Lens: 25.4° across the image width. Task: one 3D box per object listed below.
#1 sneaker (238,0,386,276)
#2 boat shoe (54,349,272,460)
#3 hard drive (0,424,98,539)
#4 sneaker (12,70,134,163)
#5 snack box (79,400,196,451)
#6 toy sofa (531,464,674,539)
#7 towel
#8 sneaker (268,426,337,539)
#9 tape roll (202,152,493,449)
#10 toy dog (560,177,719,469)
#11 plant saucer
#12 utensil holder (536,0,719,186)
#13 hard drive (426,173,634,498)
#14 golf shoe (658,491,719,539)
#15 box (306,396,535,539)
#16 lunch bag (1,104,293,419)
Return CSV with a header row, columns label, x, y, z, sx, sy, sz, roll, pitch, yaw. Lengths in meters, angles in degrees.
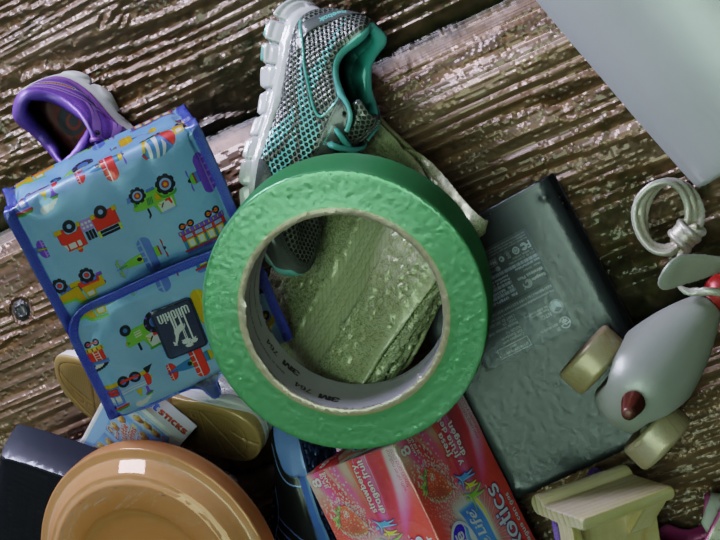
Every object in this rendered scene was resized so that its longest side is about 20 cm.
label,x,y,z,sx,sy,sz,roll,pitch,yaw
sneaker,-0.029,-0.096,1.140,0.090,0.077,0.203,5,89,35
boat shoe,-0.148,0.093,1.260,0.198,0.069,0.071,15,132,24
hard drive,-0.200,0.212,1.243,0.198,0.042,0.136,20,113,18
sneaker,-0.188,-0.074,1.227,0.199,0.083,0.081,35,111,8
snack box,-0.195,0.162,1.271,0.072,0.024,0.201,39,133,6
toy sofa,0.177,0.246,1.142,0.097,0.082,0.202,11,113,63
towel,0.000,0.000,1.175,0.148,0.036,0.201,45,116,33
sneaker,-0.047,0.203,1.235,0.077,0.070,0.202,-10,106,20
tape roll,-0.009,0.022,1.106,0.198,0.048,0.203,3,109,8
toy dog,0.220,0.042,1.078,0.131,0.096,0.202,23,97,3
plant saucer,-0.152,0.225,1.185,0.198,0.032,0.203,7,108,21
utensil holder,0.213,-0.180,1.020,0.170,0.170,0.200,-41,89,22
hard drive,0.127,0.051,1.169,0.139,0.033,0.201,-28,91,22
golf shoe,0.291,0.183,1.120,0.199,0.075,0.092,-35,85,21
box,0.060,0.209,1.181,0.102,0.094,0.202,-23,94,43
lunch bag,-0.151,0.005,1.169,0.149,0.094,0.202,-26,108,-6
